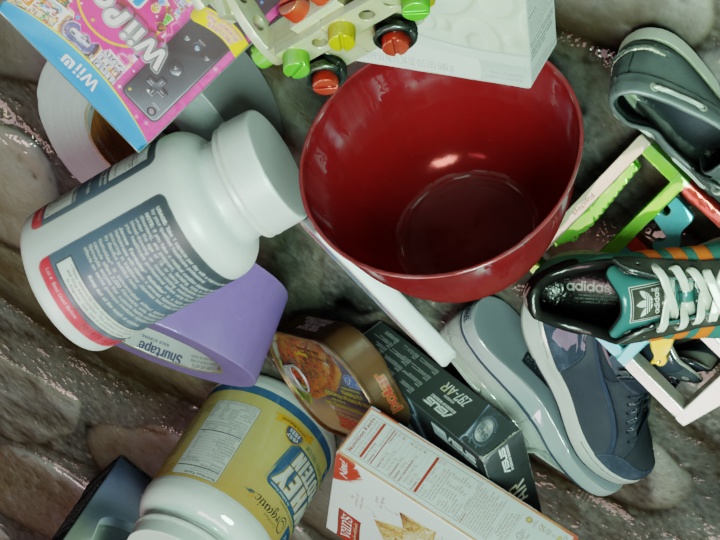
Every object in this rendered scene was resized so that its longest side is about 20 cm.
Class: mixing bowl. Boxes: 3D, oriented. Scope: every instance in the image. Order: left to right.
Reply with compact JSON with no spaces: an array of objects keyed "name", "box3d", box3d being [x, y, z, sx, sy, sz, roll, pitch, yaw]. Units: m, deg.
[{"name":"mixing bowl","box3d":[0.065,-0.054,1.014,0.198,0.202,0.109,13,153,23]}]

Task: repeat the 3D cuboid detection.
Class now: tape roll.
[{"name":"tape roll","box3d":[-0.165,-0.123,1.185,0.198,0.066,0.202,19,139,17]},{"name":"tape roll","box3d":[-0.168,0.025,1.266,0.198,0.086,0.200,20,166,5]}]

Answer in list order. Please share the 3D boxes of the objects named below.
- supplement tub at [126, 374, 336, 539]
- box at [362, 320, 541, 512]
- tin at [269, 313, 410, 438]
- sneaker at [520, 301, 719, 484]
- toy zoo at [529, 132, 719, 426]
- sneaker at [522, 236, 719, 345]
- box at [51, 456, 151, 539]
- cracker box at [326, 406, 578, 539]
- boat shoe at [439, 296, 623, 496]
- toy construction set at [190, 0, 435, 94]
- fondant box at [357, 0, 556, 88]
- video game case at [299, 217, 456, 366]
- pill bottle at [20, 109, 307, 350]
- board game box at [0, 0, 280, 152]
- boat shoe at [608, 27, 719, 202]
[{"name":"supplement tub","box3d":[-0.125,0.216,1.403,0.143,0.201,0.146,19,140,17]},{"name":"box","box3d":[0.076,0.155,1.257,0.200,0.043,0.161,37,153,45]},{"name":"tin","box3d":[-0.020,0.096,1.274,0.199,0.042,0.113,9,126,65]},{"name":"sneaker","box3d":[0.227,0.093,1.131,0.145,0.077,0.203,-6,129,38]},{"name":"toy zoo","box3d":[0.226,0.018,1.022,0.200,0.020,0.131,44,115,4]},{"name":"sneaker","box3d":[0.206,0.019,0.972,0.197,0.080,0.072,-4,100,21]},{"name":"box","box3d":[-0.270,0.364,1.662,0.199,0.199,0.123,39,142,-9]},{"name":"cracker box","box3d":[0.069,0.214,1.181,0.199,0.058,0.135,31,147,17]},{"name":"boat shoe","box3d":[0.136,0.116,1.219,0.202,0.075,0.086,46,140,-11]},{"name":"toy construction set","box3d":[-0.031,-0.180,0.909,0.198,0.093,0.130,-6,157,43]},{"name":"fondant box","box3d":[0.047,-0.224,0.937,0.143,0.058,0.202,12,136,25]},{"name":"video game case","box3d":[0.000,0.000,1.141,0.143,0.017,0.200,46,179,-15]},{"name":"pill bottle","box3d":[-0.144,-0.033,1.089,0.198,0.120,0.120,-27,117,16]},{"name":"board game box","box3d":[-0.136,-0.205,1.023,0.148,0.064,0.200,45,118,-12]},{"name":"boat shoe","box3d":[0.238,-0.072,0.959,0.200,0.062,0.073,43,139,-13]}]
